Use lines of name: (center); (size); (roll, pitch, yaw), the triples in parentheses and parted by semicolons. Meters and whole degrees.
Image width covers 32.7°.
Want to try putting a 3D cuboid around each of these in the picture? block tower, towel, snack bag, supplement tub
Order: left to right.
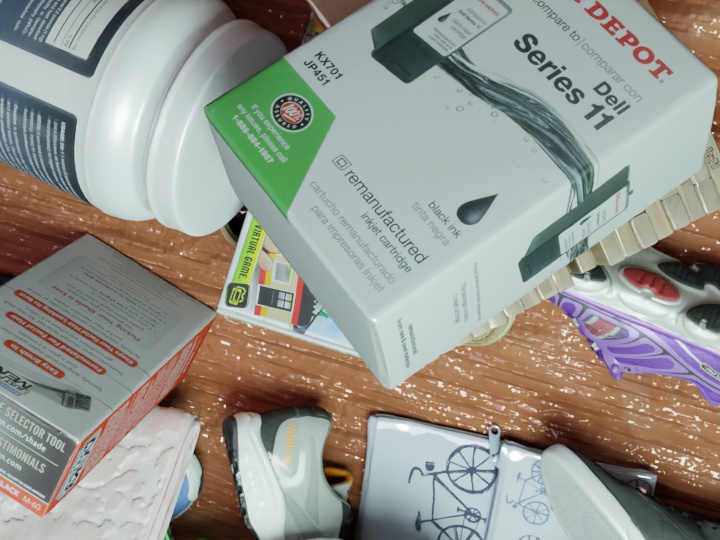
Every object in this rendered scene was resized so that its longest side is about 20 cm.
towel: (-0.225, 0.157, 0.790); (0.199, 0.192, 0.032); (11, 148, 9)
supplement tub: (-0.156, -0.114, 0.719); (0.199, 0.140, 0.141); (25, 113, 17)
snack bag: (0.085, 0.195, 0.829); (0.199, 0.021, 0.190); (13, 111, 12)
block tower: (0.104, -0.021, 0.653); (0.199, 0.054, 0.058); (-26, 96, -8)

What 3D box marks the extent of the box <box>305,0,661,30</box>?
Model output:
box: (0.078, -0.131, 0.685); (0.163, 0.021, 0.200); (-35, 97, -6)

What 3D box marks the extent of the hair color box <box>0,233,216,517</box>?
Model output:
hair color box: (-0.183, 0.056, 0.763); (0.111, 0.200, 0.064); (31, 113, 5)

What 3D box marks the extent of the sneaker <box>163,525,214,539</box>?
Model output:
sneaker: (-0.098, 0.236, 0.836); (0.200, 0.085, 0.078); (46, 151, -20)

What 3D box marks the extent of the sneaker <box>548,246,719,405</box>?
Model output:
sneaker: (0.144, 0.022, 0.729); (0.199, 0.081, 0.084); (29, 131, 12)

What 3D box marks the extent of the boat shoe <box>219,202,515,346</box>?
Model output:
boat shoe: (0.000, 0.000, 0.765); (0.199, 0.066, 0.074); (22, 112, 8)

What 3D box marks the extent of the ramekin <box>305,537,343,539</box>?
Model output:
ramekin: (-0.019, 0.268, 0.771); (0.097, 0.200, 0.202); (18, 117, 49)

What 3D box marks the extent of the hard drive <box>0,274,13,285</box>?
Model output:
hard drive: (-0.340, 0.058, 0.894); (0.199, 0.042, 0.136); (6, 109, 14)

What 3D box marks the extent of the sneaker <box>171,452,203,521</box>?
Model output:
sneaker: (-0.200, 0.176, 0.874); (0.199, 0.077, 0.076); (-24, 98, 19)

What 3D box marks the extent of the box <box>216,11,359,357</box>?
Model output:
box: (-0.001, -0.054, 0.718); (0.109, 0.035, 0.201); (16, 84, 9)

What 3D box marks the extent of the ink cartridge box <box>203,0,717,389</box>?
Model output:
ink cartridge box: (0.049, -0.064, 0.594); (0.200, 0.083, 0.147); (-35, 64, -11)

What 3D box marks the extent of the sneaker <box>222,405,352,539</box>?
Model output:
sneaker: (-0.036, 0.183, 0.834); (0.079, 0.074, 0.201); (-14, 113, -9)

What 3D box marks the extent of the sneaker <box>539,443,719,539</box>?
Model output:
sneaker: (0.203, 0.165, 0.755); (0.200, 0.099, 0.071); (46, 158, 9)
